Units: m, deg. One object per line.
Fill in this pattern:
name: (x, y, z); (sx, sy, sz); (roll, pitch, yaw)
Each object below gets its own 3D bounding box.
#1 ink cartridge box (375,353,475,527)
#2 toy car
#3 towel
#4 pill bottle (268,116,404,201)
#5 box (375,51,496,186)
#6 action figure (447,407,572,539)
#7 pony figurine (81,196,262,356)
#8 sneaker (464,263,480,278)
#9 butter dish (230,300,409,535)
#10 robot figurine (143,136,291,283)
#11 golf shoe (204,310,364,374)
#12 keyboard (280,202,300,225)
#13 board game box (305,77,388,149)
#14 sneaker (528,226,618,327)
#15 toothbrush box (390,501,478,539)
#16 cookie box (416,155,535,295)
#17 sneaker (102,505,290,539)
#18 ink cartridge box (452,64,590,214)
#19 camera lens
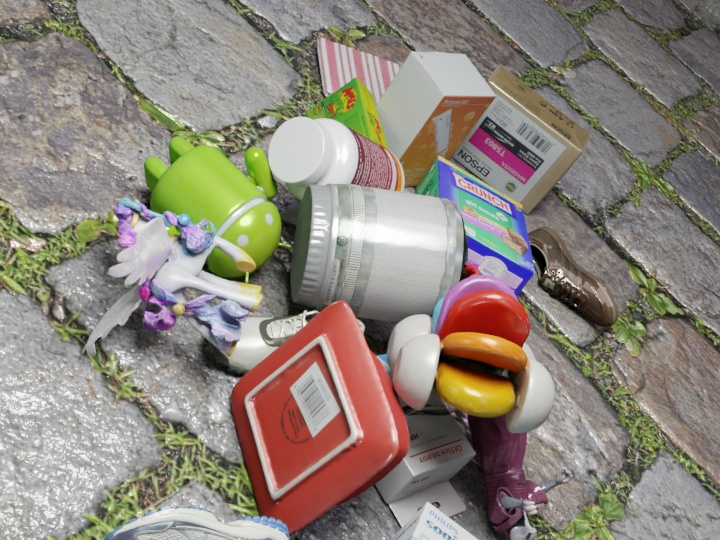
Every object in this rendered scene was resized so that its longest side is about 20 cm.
ink cartridge box: (0.056, 0.200, 1.259); (0.115, 0.068, 0.201); (-9, 57, -43)
toy car: (0.128, 0.082, 1.173); (0.173, 0.152, 0.200); (13, 11, -6)
towel: (0.016, -0.319, 1.804); (0.198, 0.030, 0.147); (15, 43, -23)
pill bottle: (-0.032, -0.134, 1.387); (0.200, 0.113, 0.113); (19, 34, -59)
box: (0.095, -0.232, 1.631); (0.124, 0.200, 0.098); (-9, 56, -43)
action figure: (0.169, 0.252, 1.275); (0.134, 0.148, 0.202); (16, 65, -56)
pony figurine: (-0.211, 0.010, 1.166); (0.199, 0.167, 0.194); (30, 34, -9)
sneaker: (0.154, 0.036, 1.495); (0.199, 0.085, 0.077); (28, 39, -12)
butter dish: (-0.022, 0.172, 1.150); (0.147, 0.199, 0.201); (23, 36, -46)
robot figurine: (-0.182, -0.075, 1.312); (0.200, 0.116, 0.175); (44, 66, 11)
golf shoe: (-0.090, 0.077, 1.257); (0.198, 0.088, 0.078); (6, 48, -32)
keyboard: (-0.019, -0.052, 1.442); (0.199, 0.011, 0.056); (22, 28, 23)
board game box: (-0.015, -0.185, 1.569); (0.048, 0.101, 0.201); (39, 27, -45)
sneaker: (0.324, 0.021, 1.679); (0.075, 0.071, 0.200); (-25, 64, -29)
toothbrush box: (0.078, 0.368, 1.089); (0.146, 0.085, 0.200); (37, 36, 0)
cookie box: (0.171, -0.064, 1.598); (0.170, 0.075, 0.201); (28, 30, -16)
sneaker: (-0.151, 0.281, 1.006); (0.198, 0.077, 0.086); (11, 49, -30)
ink cartridge box: (0.260, -0.219, 1.780); (0.199, 0.165, 0.075); (36, 39, 0)
camera lens: (0.023, -0.019, 1.293); (0.198, 0.161, 0.161); (7, 44, -12)
